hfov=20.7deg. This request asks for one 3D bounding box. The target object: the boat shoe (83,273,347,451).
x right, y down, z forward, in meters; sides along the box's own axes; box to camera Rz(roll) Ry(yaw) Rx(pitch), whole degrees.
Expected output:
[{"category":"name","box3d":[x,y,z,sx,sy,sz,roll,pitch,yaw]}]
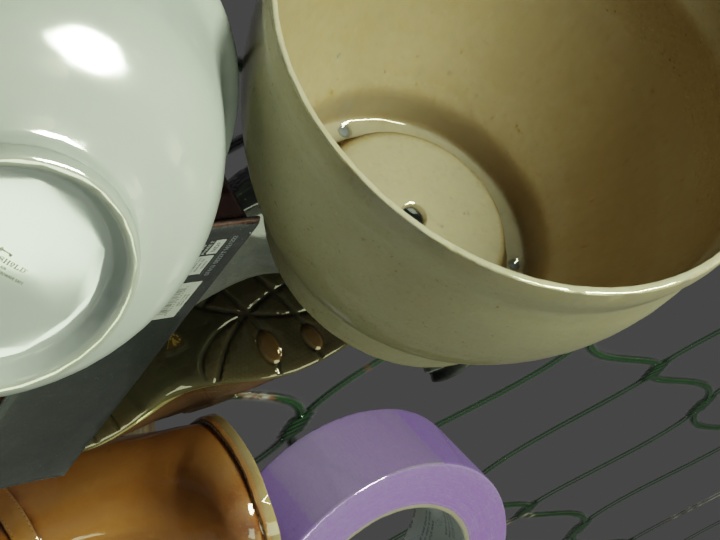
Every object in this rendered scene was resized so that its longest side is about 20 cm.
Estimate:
[{"category":"boat shoe","box3d":[-0.077,0.030,0.959,0.198,0.073,0.068,-23,178,-4]}]

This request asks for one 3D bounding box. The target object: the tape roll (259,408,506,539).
[{"category":"tape roll","box3d":[-0.001,0.192,1.298,0.199,0.066,0.202,-21,132,-25]}]

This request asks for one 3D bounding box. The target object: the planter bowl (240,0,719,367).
[{"category":"planter bowl","box3d":[0.039,-0.046,0.746,0.199,0.201,0.135,-15,157,-31]}]

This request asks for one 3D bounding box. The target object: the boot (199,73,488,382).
[{"category":"boot","box3d":[0.000,0.000,0.870,0.199,0.132,0.070,-34,-171,17]}]

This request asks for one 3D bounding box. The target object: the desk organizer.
[{"category":"desk organizer","box3d":[-0.130,0.010,0.827,0.071,0.077,0.200,-9,151,-41]}]

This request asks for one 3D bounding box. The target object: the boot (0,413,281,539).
[{"category":"boot","box3d":[-0.142,0.120,0.958,0.154,0.199,0.077,-21,115,-31]}]

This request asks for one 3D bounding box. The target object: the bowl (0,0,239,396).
[{"category":"bowl","box3d":[-0.126,-0.025,0.638,0.199,0.091,0.203,-11,131,-13]}]
